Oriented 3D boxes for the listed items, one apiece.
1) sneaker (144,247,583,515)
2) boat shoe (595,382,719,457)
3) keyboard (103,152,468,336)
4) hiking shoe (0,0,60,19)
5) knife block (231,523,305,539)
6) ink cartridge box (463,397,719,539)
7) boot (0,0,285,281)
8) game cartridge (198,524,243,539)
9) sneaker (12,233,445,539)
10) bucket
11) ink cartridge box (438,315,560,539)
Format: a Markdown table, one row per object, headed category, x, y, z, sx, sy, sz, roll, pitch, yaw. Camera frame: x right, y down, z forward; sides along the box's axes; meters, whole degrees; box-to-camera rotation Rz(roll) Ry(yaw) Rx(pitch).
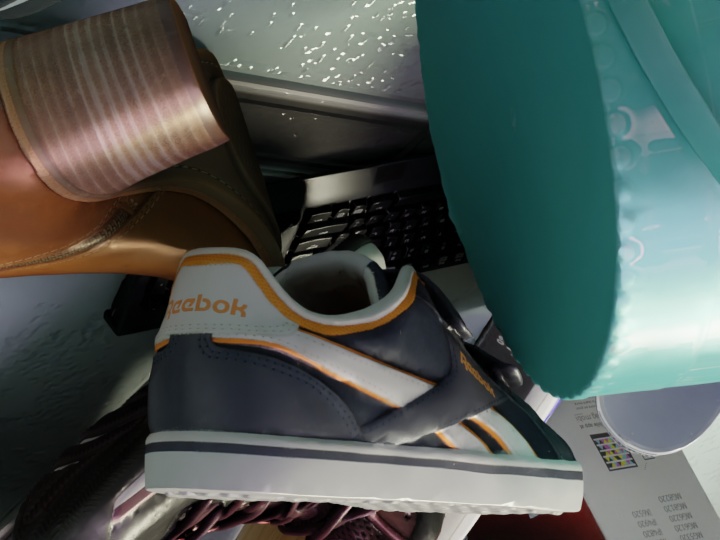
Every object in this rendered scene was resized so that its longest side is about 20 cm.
| category | x | y | z | sx | sy | sz | roll | pitch | yaw |
| --- | --- | --- | --- | --- | --- | --- | --- | --- | --- |
| sneaker | 0.010 | 0.038 | 0.764 | 0.078 | 0.080 | 0.199 | -4 | 169 | 33 |
| boat shoe | 0.173 | -0.002 | 1.037 | 0.203 | 0.074 | 0.086 | -55 | 173 | -4 |
| keyboard | 0.000 | 0.000 | 0.931 | 0.199 | 0.040 | 0.104 | -11 | 150 | -31 |
| hiking shoe | -0.028 | -0.126 | 0.614 | 0.199 | 0.075 | 0.087 | -37 | 154 | 18 |
| knife block | -0.050 | 0.131 | 0.873 | 0.175 | 0.201 | 0.064 | 8 | 145 | -43 |
| ink cartridge box | 0.088 | 0.180 | 1.112 | 0.083 | 0.176 | 0.200 | -4 | 146 | -42 |
| boot | -0.110 | -0.019 | 0.759 | 0.154 | 0.074 | 0.200 | -20 | 159 | 3 |
| game cartridge | -0.101 | 0.112 | 0.931 | 0.200 | 0.041 | 0.134 | -39 | -162 | 43 |
| sneaker | -0.025 | 0.077 | 0.822 | 0.075 | 0.116 | 0.200 | -23 | -168 | 42 |
| bucket | 0.106 | -0.060 | 0.738 | 0.134 | 0.208 | 0.208 | -12 | 152 | -14 |
| ink cartridge box | 0.097 | -0.004 | 0.978 | 0.200 | 0.043 | 0.199 | -50 | 171 | -36 |
